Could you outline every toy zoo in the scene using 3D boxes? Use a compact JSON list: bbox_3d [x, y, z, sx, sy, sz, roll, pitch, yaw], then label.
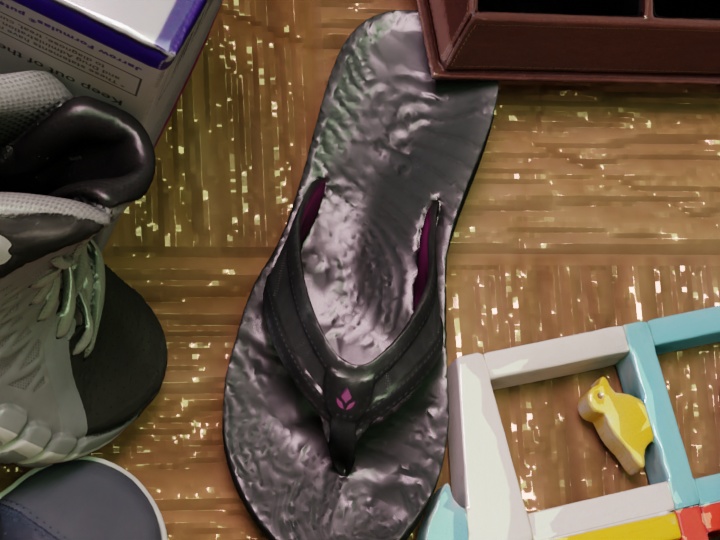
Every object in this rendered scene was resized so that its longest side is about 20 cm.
[{"bbox_3d":[0.110,0.081,0.820,0.199,0.020,0.132,-11,77,-15],"label":"toy zoo"}]

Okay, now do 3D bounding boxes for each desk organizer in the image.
[{"bbox_3d":[0.123,-0.113,0.832,0.199,0.077,0.072,0,62,-19],"label":"desk organizer"}]

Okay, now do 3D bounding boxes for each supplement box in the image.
[{"bbox_3d":[-0.093,-0.089,0.730,0.103,0.200,0.102,25,69,-3],"label":"supplement box"}]

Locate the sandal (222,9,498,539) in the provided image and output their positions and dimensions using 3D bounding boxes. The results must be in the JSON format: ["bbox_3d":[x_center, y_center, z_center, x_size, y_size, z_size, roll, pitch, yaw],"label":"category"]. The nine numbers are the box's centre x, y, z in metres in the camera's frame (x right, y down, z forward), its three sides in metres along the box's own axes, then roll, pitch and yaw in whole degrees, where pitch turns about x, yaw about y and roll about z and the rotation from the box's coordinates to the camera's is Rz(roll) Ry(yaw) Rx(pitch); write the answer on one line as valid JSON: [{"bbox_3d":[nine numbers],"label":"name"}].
[{"bbox_3d":[-0.001,-0.001,0.797,0.075,0.048,0.201,8,68,5],"label":"sandal"}]

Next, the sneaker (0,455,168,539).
[{"bbox_3d":[-0.114,0.140,0.723,0.078,0.079,0.201,29,68,-2],"label":"sneaker"}]

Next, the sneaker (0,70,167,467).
[{"bbox_3d":[-0.090,-0.001,0.700,0.115,0.200,0.075,-28,67,24],"label":"sneaker"}]
